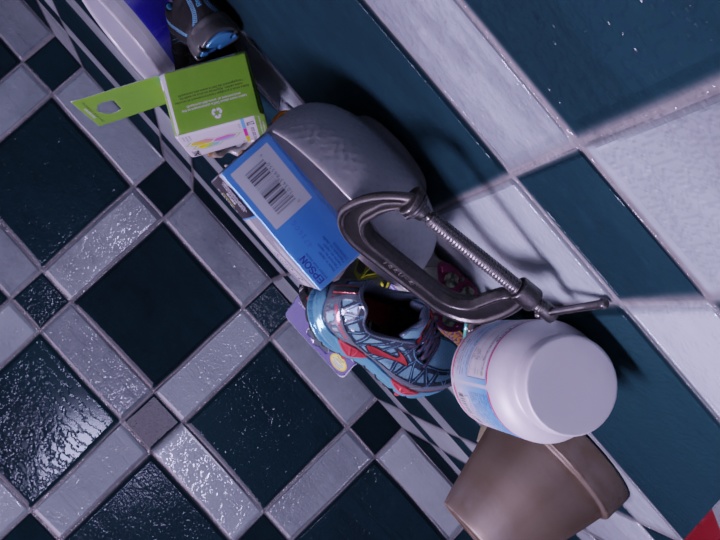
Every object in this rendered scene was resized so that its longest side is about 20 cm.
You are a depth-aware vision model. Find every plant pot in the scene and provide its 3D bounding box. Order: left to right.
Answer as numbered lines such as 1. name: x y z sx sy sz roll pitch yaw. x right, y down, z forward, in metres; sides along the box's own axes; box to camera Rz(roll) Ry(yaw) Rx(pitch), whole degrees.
1. plant pot: 0.204 0.273 1.223 0.200 0.173 0.200 46 172 8

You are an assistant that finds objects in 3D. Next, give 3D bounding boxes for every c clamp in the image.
1. c clamp: 0.080 -0.011 0.805 0.199 0.027 0.171 34 153 -14

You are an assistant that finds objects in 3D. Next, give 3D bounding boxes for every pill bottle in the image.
1. pill bottle: 0.157 0.100 0.897 0.109 0.109 0.200 48 171 -5

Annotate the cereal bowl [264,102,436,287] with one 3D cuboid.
1. cereal bowl: 0.003 -0.083 0.930 0.200 0.083 0.200 47 171 10

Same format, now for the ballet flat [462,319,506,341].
1. ballet flat: 0.152 0.095 1.076 0.073 0.073 0.201 43 164 26

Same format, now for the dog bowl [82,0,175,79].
1. dog bowl: -0.280 -0.321 1.284 0.200 0.079 0.200 47 171 9

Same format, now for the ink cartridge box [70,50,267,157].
1. ink cartridge box: -0.211 -0.175 1.122 0.148 0.197 0.077 156 97 -87

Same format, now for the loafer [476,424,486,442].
1. loafer: 0.244 0.285 1.410 0.200 0.068 0.076 46 171 13

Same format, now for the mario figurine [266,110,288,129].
1. mario figurine: -0.060 -0.116 1.211 0.201 0.104 0.125 86 178 -60

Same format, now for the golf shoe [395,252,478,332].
1. golf shoe: 0.045 -0.014 1.075 0.201 0.075 0.091 50 174 -8

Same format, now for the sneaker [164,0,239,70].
1. sneaker: -0.184 -0.271 1.113 0.083 0.073 0.200 60 163 -3

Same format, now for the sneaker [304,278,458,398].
1. sneaker: 0.043 0.068 0.968 0.198 0.080 0.095 27 149 -33

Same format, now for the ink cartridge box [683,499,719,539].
1. ink cartridge box: 0.311 0.241 0.647 0.200 0.144 0.084 42 172 34

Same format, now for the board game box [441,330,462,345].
1. board game box: 0.094 0.069 1.351 0.200 0.030 0.096 46 171 28

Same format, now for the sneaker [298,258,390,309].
1. sneaker: 0.000 0.000 1.101 0.074 0.201 0.085 -33 104 36

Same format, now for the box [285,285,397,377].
1. box: -0.007 0.035 1.254 0.121 0.200 0.032 46 -144 8

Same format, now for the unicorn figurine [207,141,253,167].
1. unicorn figurine: -0.129 -0.143 1.328 0.136 0.074 0.202 6 -131 -43

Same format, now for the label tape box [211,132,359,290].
1. label tape box: -0.081 -0.056 0.985 0.144 0.066 0.200 49 170 -9
